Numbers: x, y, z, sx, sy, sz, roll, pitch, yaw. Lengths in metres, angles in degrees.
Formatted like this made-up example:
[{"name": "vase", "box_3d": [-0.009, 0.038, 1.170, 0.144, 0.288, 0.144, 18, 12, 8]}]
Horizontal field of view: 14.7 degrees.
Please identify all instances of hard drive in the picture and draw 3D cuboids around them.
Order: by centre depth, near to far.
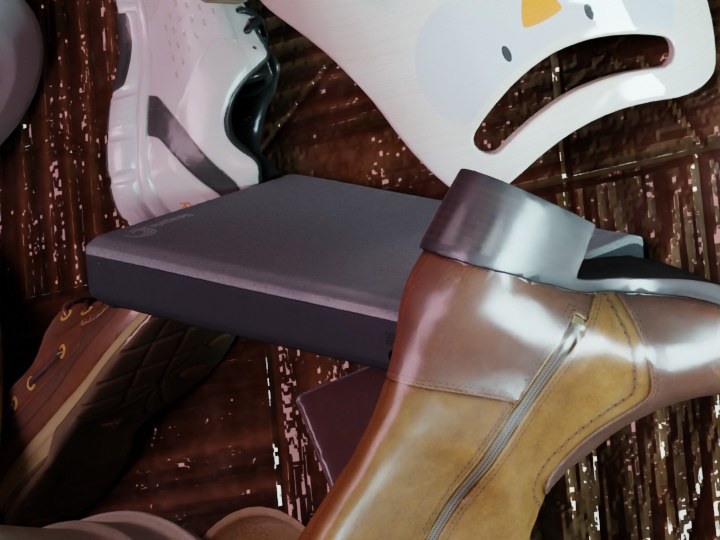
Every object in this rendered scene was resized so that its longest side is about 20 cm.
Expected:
[{"name": "hard drive", "box_3d": [0.000, 0.000, 1.191, 0.200, 0.139, 0.033, 11, 112, 41]}]

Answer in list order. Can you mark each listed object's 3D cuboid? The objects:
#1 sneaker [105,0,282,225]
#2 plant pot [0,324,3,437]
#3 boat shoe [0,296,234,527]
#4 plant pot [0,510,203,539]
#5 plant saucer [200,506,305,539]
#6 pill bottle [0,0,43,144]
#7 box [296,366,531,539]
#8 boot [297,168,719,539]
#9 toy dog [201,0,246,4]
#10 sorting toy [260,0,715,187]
[{"name": "sneaker", "box_3d": [-0.074, -0.118, 1.318, 0.080, 0.074, 0.201, -6, 82, 22]}, {"name": "plant pot", "box_3d": [-0.283, 0.086, 1.361, 0.200, 0.200, 0.176, -60, 37, 20]}, {"name": "boat shoe", "box_3d": [-0.124, 0.041, 1.339, 0.200, 0.072, 0.068, -49, 60, 30]}, {"name": "plant pot", "box_3d": [-0.177, 0.188, 1.221, 0.200, 0.183, 0.201, -15, 66, 37]}, {"name": "plant saucer", "box_3d": [-0.031, 0.206, 1.245, 0.200, 0.035, 0.201, -6, 83, 58]}, {"name": "pill bottle", "box_3d": [-0.264, -0.139, 1.446, 0.200, 0.112, 0.113, 36, 110, 35]}, {"name": "box", "box_3d": [0.044, 0.141, 1.159, 0.075, 0.100, 0.200, -24, 69, -2]}, {"name": "boot", "box_3d": [0.075, 0.086, 1.075, 0.068, 0.188, 0.201, 20, 87, 58]}, {"name": "toy dog", "box_3d": [-0.027, -0.204, 1.244, 0.131, 0.096, 0.201, -14, 81, 5]}, {"name": "sorting toy", "box_3d": [0.057, -0.134, 1.146, 0.200, 0.107, 0.180, -28, 96, -3]}]
